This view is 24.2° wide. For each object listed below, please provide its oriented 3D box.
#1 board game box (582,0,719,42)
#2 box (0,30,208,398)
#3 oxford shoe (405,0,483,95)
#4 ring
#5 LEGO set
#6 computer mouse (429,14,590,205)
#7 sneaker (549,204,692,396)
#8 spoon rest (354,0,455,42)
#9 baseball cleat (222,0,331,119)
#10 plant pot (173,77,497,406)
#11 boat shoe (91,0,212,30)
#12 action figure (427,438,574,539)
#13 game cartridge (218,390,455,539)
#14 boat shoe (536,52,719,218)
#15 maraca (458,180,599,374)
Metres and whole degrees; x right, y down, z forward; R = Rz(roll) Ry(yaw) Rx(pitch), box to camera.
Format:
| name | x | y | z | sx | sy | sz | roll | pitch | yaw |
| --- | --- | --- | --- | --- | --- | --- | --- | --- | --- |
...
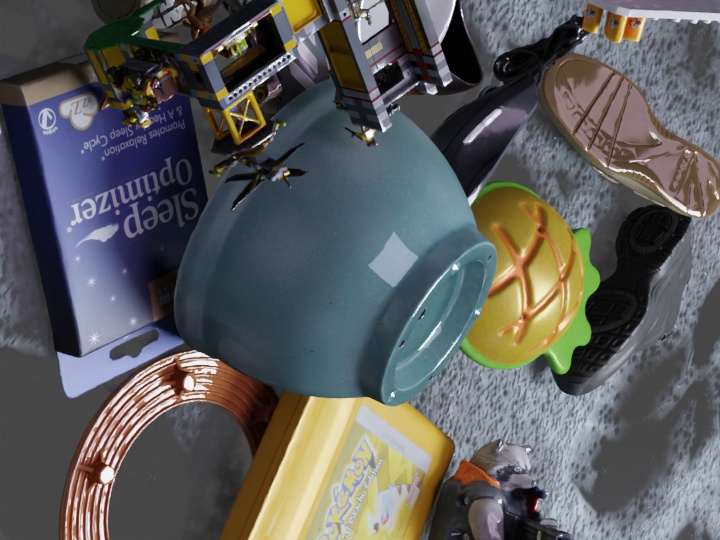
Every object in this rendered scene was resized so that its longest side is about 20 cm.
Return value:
| name | x | y | z | sx | sy | sz | roll | pitch | yaw |
| --- | --- | --- | --- | --- | --- | --- | --- | --- | --- |
| board game box | 0.165 | -0.202 | 1.198 | 0.199 | 0.199 | 0.026 | -7 | 118 | -46 |
| box | -0.144 | -0.032 | 1.014 | 0.121 | 0.032 | 0.201 | -27 | 118 | -41 |
| oxford shoe | 0.030 | -0.206 | 1.137 | 0.071 | 0.072 | 0.201 | -51 | 131 | -28 |
| ring | -0.111 | 0.151 | 1.094 | 0.200 | 0.019 | 0.202 | -11 | 105 | -46 |
| LEGO set | -0.046 | -0.112 | 0.951 | 0.200 | 0.153 | 0.116 | -43 | 125 | -33 |
| computer mouse | 0.077 | -0.100 | 1.187 | 0.046 | 0.140 | 0.200 | 38 | 74 | -8 |
| sneaker | 0.229 | 0.038 | 1.405 | 0.200 | 0.076 | 0.091 | -49 | 136 | -27 |
| spoon rest | 0.029 | -0.216 | 1.049 | 0.099 | 0.060 | 0.201 | -24 | 123 | -42 |
| baseball cleat | -0.064 | -0.154 | 1.064 | 0.106 | 0.070 | 0.202 | 2 | 95 | -31 |
| plant pot | 0.000 | 0.000 | 1.041 | 0.200 | 0.134 | 0.201 | -47 | 158 | -25 |
| boat shoe | -0.112 | -0.242 | 0.982 | 0.068 | 0.074 | 0.201 | -7 | 113 | -48 |
| action figure | 0.088 | 0.215 | 1.222 | 0.104 | 0.200 | 0.195 | 23 | 78 | -21 |
| game cartridge | -0.014 | 0.163 | 1.173 | 0.200 | 0.032 | 0.177 | 43 | 65 | -53 |
| boat shoe | 0.208 | -0.105 | 1.360 | 0.200 | 0.064 | 0.072 | 36 | 79 | -26 |
| maraca | 0.120 | 0.009 | 1.251 | 0.199 | 0.107 | 0.138 | 19 | 82 | -48 |
